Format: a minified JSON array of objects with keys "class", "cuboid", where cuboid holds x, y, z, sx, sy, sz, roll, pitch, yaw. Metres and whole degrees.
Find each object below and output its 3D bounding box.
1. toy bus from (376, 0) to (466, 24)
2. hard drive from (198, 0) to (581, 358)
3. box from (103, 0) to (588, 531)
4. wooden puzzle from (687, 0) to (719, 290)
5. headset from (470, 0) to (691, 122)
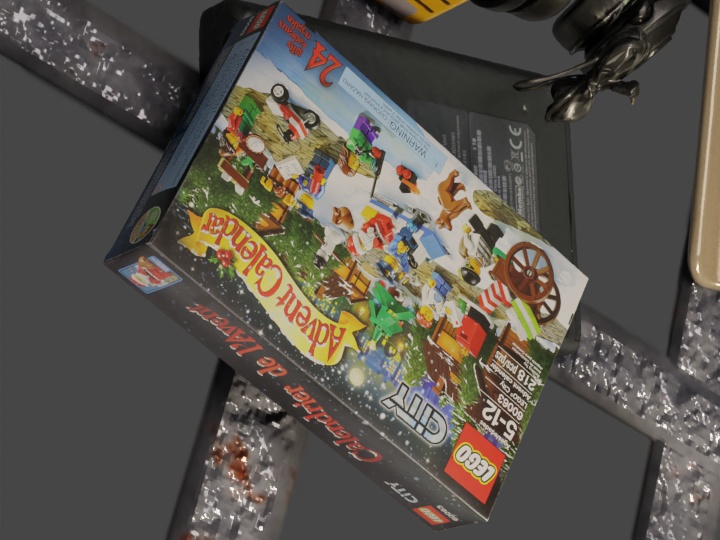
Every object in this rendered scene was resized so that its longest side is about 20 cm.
[{"class":"toy bus","cuboid":[-0.021,-0.199,1.077,0.200,0.078,0.065,34,59,-26]},{"class":"hard drive","cuboid":[0.016,-0.039,1.090,0.200,0.033,0.140,10,71,-37]},{"class":"box","cuboid":[0.000,0.000,1.019,0.200,0.038,0.137,40,56,-23]},{"class":"wooden puzzle","cuboid":[0.274,-0.073,1.240,0.199,0.046,0.186,6,87,-1]},{"class":"headset","cuboid":[0.112,-0.146,1.148,0.123,0.094,0.200,31,43,-19]}]
